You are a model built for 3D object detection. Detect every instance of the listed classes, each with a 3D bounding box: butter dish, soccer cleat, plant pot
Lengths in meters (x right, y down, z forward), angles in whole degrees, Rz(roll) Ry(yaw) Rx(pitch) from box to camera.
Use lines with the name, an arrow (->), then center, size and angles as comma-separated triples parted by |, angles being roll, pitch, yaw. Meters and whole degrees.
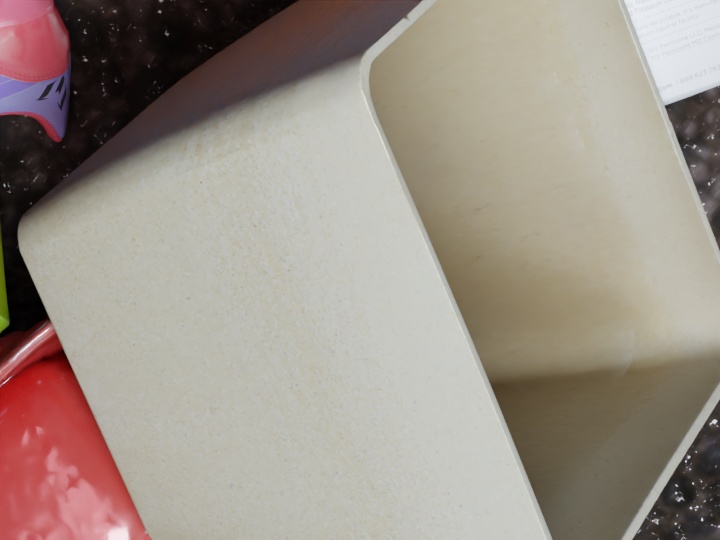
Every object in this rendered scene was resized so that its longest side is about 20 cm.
butter dish -> -0.116, 0.122, 1.155 | 0.199, 0.200, 0.148 | -42, 78, 7
soccer cleat -> -0.212, -0.070, 1.172 | 0.200, 0.067, 0.077 | -11, 112, -6
plant pot -> 0.000, 0.000, 1.065 | 0.177, 0.200, 0.200 | -13, 109, 30

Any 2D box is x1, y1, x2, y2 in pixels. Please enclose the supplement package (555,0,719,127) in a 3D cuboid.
supplement package -> 0.104, -0.177, 1.142 | 0.120, 0.121, 0.200 | -20, 108, -2

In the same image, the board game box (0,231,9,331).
board game box -> -0.221, 0.041, 1.158 | 0.200, 0.102, 0.048 | -41, 123, 19
